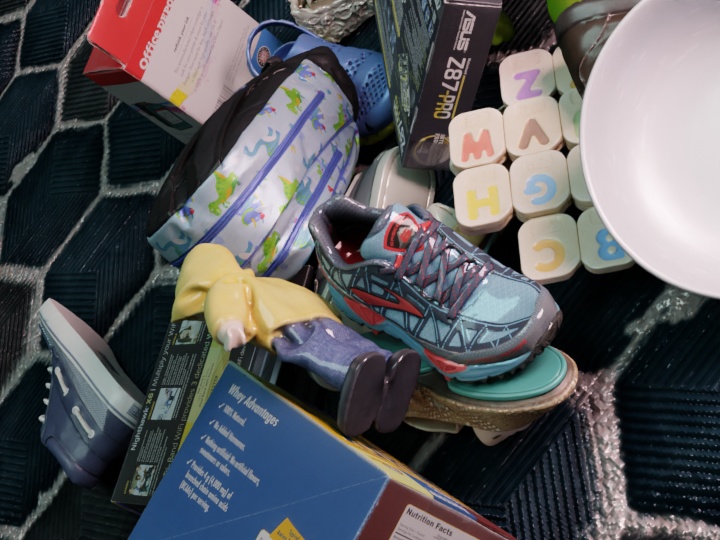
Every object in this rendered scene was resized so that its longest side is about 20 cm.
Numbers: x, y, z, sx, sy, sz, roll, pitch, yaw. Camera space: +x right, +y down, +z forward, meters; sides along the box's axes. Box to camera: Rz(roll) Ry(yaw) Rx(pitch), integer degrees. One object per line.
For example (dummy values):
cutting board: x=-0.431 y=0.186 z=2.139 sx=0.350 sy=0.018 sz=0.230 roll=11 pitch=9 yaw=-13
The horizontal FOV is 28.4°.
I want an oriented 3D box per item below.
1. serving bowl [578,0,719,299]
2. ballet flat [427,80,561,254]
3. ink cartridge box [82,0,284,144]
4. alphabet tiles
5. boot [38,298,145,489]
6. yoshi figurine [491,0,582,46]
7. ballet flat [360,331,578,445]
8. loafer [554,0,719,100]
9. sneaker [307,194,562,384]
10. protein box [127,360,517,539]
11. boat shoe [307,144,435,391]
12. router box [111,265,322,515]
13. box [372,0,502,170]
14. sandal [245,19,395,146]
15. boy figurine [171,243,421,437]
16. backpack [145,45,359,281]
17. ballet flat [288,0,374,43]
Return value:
serving bowl: x=0.234 y=-0.081 z=0.854 sx=0.197 sy=0.066 sz=0.204 roll=-2 pitch=86 yaw=22
ballet flat: x=0.081 y=-0.046 z=1.020 sx=0.202 sy=0.063 sz=0.069 roll=-59 pitch=-5 yaw=-9
ink cartridge box: x=-0.166 y=-0.197 z=1.270 sx=0.067 sy=0.199 sz=0.118 roll=1 pitch=65 yaw=45
alphabet tiles: x=0.156 y=-0.084 z=0.952 sx=0.197 sy=0.015 sz=0.198 roll=-11 pitch=54 yaw=14
boot: x=-0.260 y=0.105 z=1.267 sx=0.091 sy=0.073 sz=0.200 roll=-49 pitch=40 yaw=1
yoshi figurine: x=0.137 y=-0.215 z=1.040 sx=0.200 sy=0.110 sz=0.114 roll=-124 pitch=43 yaw=-73
ballet flat: x=0.070 y=0.081 z=0.954 sx=0.198 sy=0.066 sz=0.070 roll=7 pitch=40 yaw=47
loafer: x=0.226 y=-0.148 z=0.926 sx=0.197 sy=0.073 sz=0.072 roll=-10 pitch=70 yaw=25
sneaker: x=0.037 y=0.005 z=0.918 sx=0.198 sy=0.096 sz=0.080 roll=18 pitch=61 yaw=40
protein box: x=-0.043 y=0.203 z=0.932 sx=0.198 sy=0.134 sz=0.202 roll=27 pitch=85 yaw=50
boat shoe: x=0.000 y=0.000 z=1.080 sx=0.061 sy=0.072 sz=0.202 roll=-12 pitch=53 yaw=54
router box: x=-0.103 y=0.101 z=1.125 sx=0.156 sy=0.052 sz=0.203 roll=-4 pitch=62 yaw=45
box: x=0.053 y=-0.203 z=1.072 sx=0.162 sy=0.048 sz=0.202 roll=107 pitch=161 yaw=-47
sandal: x=-0.033 y=-0.163 z=1.202 sx=0.199 sy=0.087 sz=0.080 roll=20 pitch=78 yaw=48
boy figurine: x=-0.059 y=0.039 z=0.945 sx=0.198 sy=0.124 sz=0.065 roll=25 pitch=105 yaw=33
backpack: x=-0.083 y=-0.064 z=1.090 sx=0.162 sy=0.155 sz=0.200 roll=-35 pitch=2 yaw=27
ballet flat: x=0.017 y=-0.269 z=1.236 sx=0.199 sy=0.071 sz=0.072 roll=-38 pitch=43 yaw=21
